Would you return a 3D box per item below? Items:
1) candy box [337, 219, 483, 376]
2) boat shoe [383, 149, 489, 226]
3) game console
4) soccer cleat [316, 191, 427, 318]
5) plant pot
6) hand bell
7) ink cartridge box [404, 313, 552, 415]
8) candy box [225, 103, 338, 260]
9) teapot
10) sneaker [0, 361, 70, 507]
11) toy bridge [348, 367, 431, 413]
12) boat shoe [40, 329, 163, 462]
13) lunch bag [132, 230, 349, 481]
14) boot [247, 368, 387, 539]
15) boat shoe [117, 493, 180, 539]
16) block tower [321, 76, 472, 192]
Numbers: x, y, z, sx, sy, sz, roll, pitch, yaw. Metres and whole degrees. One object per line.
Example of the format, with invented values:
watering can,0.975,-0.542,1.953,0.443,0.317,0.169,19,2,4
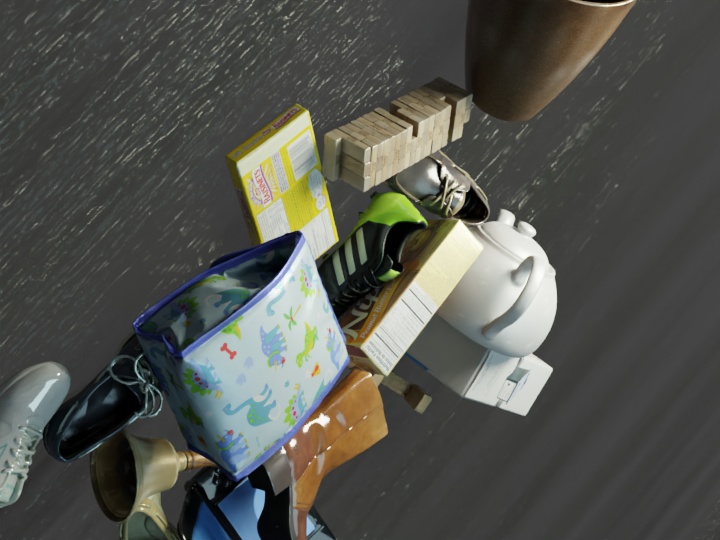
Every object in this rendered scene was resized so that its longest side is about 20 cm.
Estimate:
candy box,0.047,0.029,1.415,0.055,0.115,0.201,45,72,-21
boat shoe,0.100,-0.104,1.427,0.199,0.073,0.075,16,108,-54
game console,-0.118,0.322,1.419,0.172,0.118,0.201,-39,106,-21
soccer cleat,0.000,0.000,1.389,0.201,0.081,0.067,-55,145,7
plant pot,0.191,-0.274,1.322,0.185,0.187,0.201,-23,150,-36
hand bell,-0.188,0.209,1.310,0.198,0.104,0.105,-3,123,-41
ink cartridge box,0.153,0.117,1.618,0.199,0.146,0.087,20,102,-55
candy box,-0.081,-0.074,1.278,0.102,0.026,0.201,-38,143,-22
teapot,0.179,0.007,1.509,0.196,0.200,0.147,10,117,-53
sneaker,-0.343,0.180,1.143,0.201,0.080,0.070,-51,144,-6
toy bridge,0.004,0.127,1.516,0.199,0.067,0.027,28,99,-36
boat shoe,-0.242,0.120,1.211,0.199,0.062,0.075,-37,116,-17
lunch bag,-0.109,0.078,1.209,0.199,0.127,0.172,-36,126,-25
boot,-0.044,0.239,1.416,0.199,0.068,0.191,-34,118,-38
boat shoe,-0.245,0.316,1.369,0.072,0.064,0.203,-8,130,-9
block tower,0.044,-0.152,1.314,0.199,0.057,0.055,-31,139,-38
